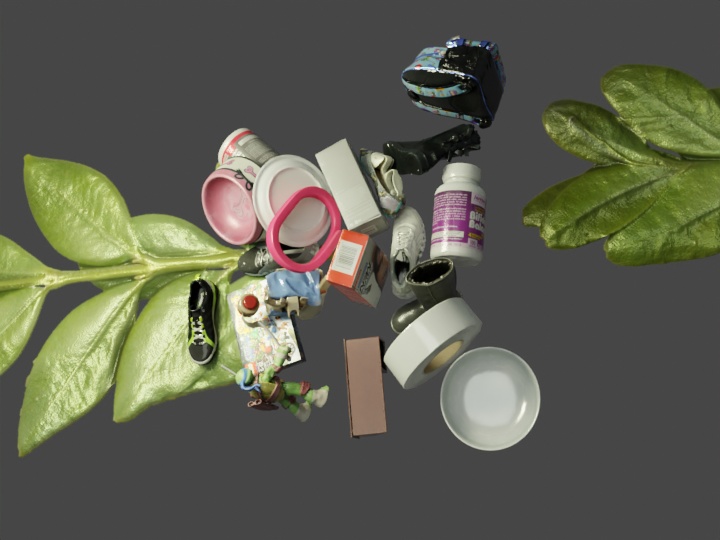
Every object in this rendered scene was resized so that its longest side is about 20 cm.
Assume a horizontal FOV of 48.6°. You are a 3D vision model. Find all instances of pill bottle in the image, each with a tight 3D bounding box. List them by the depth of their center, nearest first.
[{"bbox_3d":[0.208,-0.117,1.676,0.111,0.112,0.203,2,78,16],"label":"pill bottle"},{"bbox_3d":[-0.223,-0.227,1.825,0.199,0.111,0.111,40,89,21],"label":"pill bottle"}]

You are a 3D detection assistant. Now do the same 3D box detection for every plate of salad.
[{"bbox_3d":[-0.147,-0.149,1.724,0.048,0.198,0.203,-14,67,55],"label":"plate of salad"}]

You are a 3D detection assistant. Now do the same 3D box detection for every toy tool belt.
[{"bbox_3d":[-0.159,0.045,1.695,0.197,0.123,0.127,-8,70,-22],"label":"toy tool belt"}]

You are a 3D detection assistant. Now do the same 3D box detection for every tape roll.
[{"bbox_3d":[0.145,0.145,1.582,0.202,0.202,0.071,-40,69,3],"label":"tape roll"}]

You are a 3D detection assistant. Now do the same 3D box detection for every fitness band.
[{"bbox_3d":[-0.115,-0.086,1.686,0.144,0.037,0.201,45,59,-16],"label":"fitness band"}]

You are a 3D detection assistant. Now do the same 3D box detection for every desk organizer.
[{"bbox_3d":[0.016,0.244,1.664,0.076,0.072,0.203,-8,75,11],"label":"desk organizer"}]

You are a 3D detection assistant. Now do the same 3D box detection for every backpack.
[{"bbox_3d":[0.197,-0.413,1.726,0.198,0.183,0.136,14,72,30],"label":"backpack"}]

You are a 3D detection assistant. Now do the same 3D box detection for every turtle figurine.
[{"bbox_3d":[-0.170,0.220,1.672,0.193,0.200,0.145,32,94,-22],"label":"turtle figurine"}]

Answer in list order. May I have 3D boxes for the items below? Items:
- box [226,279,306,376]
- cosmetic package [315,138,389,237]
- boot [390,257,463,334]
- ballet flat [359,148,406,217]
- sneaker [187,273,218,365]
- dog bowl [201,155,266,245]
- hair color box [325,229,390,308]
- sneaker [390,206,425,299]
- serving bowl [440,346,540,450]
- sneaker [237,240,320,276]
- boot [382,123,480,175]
[{"bbox_3d":[-0.211,0.127,1.772,0.135,0.038,0.203,-20,72,10],"label":"box"},{"bbox_3d":[-0.017,-0.175,1.758,0.089,0.107,0.202,-24,73,8],"label":"cosmetic package"},{"bbox_3d":[0.123,0.055,1.610,0.180,0.200,0.073,-30,70,6],"label":"boot"},{"bbox_3d":[0.055,-0.210,1.748,0.071,0.072,0.202,-26,58,8],"label":"ballet flat"},{"bbox_3d":[-0.369,0.110,1.797,0.071,0.083,0.203,-6,75,14],"label":"sneaker"},{"bbox_3d":[-0.271,-0.147,1.777,0.198,0.074,0.203,19,125,30],"label":"dog bowl"},{"bbox_3d":[0.000,0.000,1.658,0.063,0.200,0.112,16,81,18],"label":"hair color box"},{"bbox_3d":[0.097,-0.045,1.708,0.074,0.081,0.203,-2,74,17],"label":"sneaker"},{"bbox_3d":[0.261,0.257,1.594,0.197,0.066,0.203,-4,76,15],"label":"serving bowl"},{"bbox_3d":[-0.197,-0.046,1.770,0.197,0.115,0.076,-13,73,12],"label":"sneaker"},{"bbox_3d":[0.156,-0.270,1.738,0.161,0.198,0.074,-28,113,-17],"label":"boot"}]
